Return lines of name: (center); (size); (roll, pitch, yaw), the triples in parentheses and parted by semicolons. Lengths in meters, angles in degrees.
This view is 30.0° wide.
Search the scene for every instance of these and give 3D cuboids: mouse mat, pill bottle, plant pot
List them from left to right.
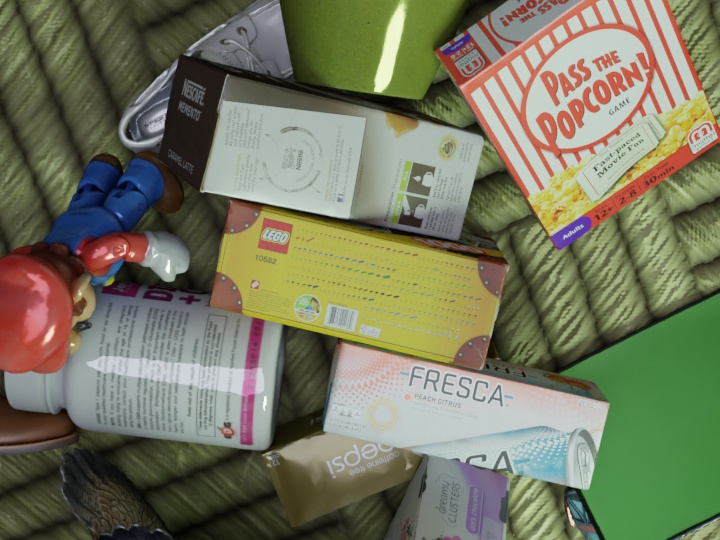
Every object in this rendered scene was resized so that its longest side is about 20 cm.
pill bottle: (-0.159, 0.068, 1.013); (0.197, 0.113, 0.115); (6, 99, 0)
plant pot: (0.012, -0.225, 0.928); (0.184, 0.187, 0.203); (9, 99, 0)
mouse mat: (0.244, 0.110, 1.012); (0.198, 0.008, 0.162); (-27, 60, 4)

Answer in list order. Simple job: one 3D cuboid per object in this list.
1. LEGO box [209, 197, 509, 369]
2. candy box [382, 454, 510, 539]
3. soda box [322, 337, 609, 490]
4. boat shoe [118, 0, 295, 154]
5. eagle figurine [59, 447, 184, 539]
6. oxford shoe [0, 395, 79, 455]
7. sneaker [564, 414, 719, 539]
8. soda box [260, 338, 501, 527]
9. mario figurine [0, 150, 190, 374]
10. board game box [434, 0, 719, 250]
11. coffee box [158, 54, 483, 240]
LEGO box: (0.000, 0.000, 0.981); (0.197, 0.149, 0.078); (13, 98, -1)
candy box: (0.037, 0.261, 0.976); (0.071, 0.168, 0.202); (21, 123, -3)
soda box: (0.073, 0.098, 0.968); (0.197, 0.064, 0.069); (13, 99, 0)
boat shoe: (-0.095, -0.147, 1.001); (0.199, 0.069, 0.071); (-36, 94, 6)
eagle figurine: (-0.159, 0.245, 1.020); (0.150, 0.151, 0.203); (5, 106, 12)
oxford shoe: (-0.315, 0.102, 1.046); (0.197, 0.071, 0.072); (9, 95, 2)
sneaker: (0.241, 0.141, 1.031); (0.200, 0.079, 0.096); (-42, 93, 7)
soda box: (0.025, 0.125, 1.039); (0.198, 0.068, 0.065); (-24, 98, 5)
mario figurine: (-0.200, 0.005, 0.957); (0.106, 0.201, 0.123); (41, 134, -12)
board game box: (0.159, -0.123, 0.952); (0.151, 0.047, 0.200); (-35, 136, 6)
coffee box: (-0.029, -0.087, 0.950); (0.198, 0.114, 0.081); (10, 100, -27)
